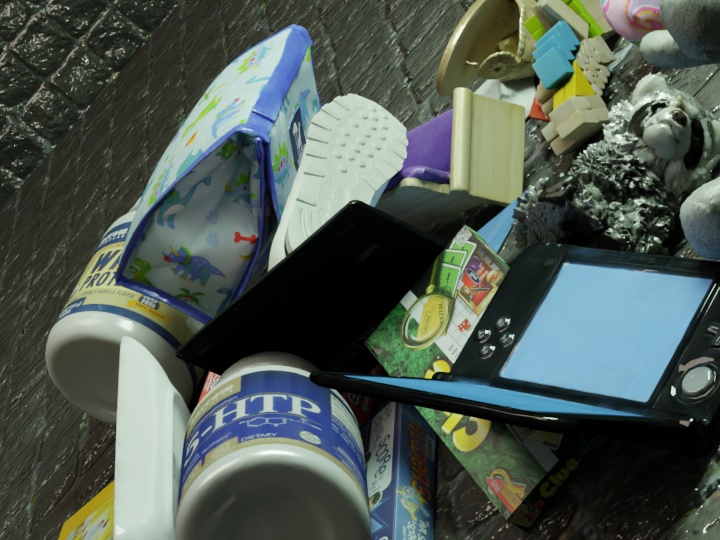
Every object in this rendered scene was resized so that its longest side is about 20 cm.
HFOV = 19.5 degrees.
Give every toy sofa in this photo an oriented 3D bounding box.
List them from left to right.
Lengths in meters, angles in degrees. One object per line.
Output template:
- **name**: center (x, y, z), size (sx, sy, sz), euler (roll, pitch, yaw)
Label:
- **toy sofa**: center (0.038, -0.078, 1.644), size (0.200, 0.097, 0.083), euler (-22, 60, 59)

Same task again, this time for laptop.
- **laptop**: center (0.000, 0.000, 1.454), size (0.187, 0.199, 0.116), euler (-40, 43, 31)

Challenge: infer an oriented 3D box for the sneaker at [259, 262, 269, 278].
- **sneaker**: center (-0.053, 0.023, 1.742), size (0.201, 0.075, 0.105), euler (-56, 12, 9)

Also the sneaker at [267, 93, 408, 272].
- **sneaker**: center (-0.024, -0.050, 1.545), size (0.081, 0.076, 0.201), euler (-60, 3, 46)

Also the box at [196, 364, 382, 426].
- **box**: center (-0.052, 0.086, 1.571), size (0.095, 0.100, 0.201), euler (-40, 20, 32)

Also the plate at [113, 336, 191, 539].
- **plate**: center (-0.116, 0.173, 1.399), size (0.032, 0.201, 0.200), euler (-14, 39, 8)

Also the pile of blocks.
- **pile of blocks**: center (0.147, -0.157, 1.596), size (0.062, 0.082, 0.201), euler (-39, 21, 32)

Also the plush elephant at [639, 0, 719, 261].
- **plush elephant**: center (0.235, -0.133, 1.210), size (0.199, 0.166, 0.155), euler (-24, 29, -11)

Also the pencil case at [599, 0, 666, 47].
- **pencil case**: center (0.256, -0.234, 1.477), size (0.200, 0.087, 0.088), euler (-33, 24, 46)

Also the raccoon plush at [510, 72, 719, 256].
- **raccoon plush**: center (0.151, -0.048, 1.364), size (0.200, 0.097, 0.134), euler (-25, 22, 55)

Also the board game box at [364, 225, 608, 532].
- **board game box**: center (0.082, 0.062, 1.291), size (0.105, 0.023, 0.200), euler (-52, 39, 9)

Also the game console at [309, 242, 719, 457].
- **game console**: center (0.104, 0.034, 1.165), size (0.199, 0.116, 0.176), euler (8, 59, 47)

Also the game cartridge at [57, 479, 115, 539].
- **game cartridge**: center (-0.202, 0.233, 1.650), size (0.176, 0.032, 0.200), euler (-41, 19, 31)

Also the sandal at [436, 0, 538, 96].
- **sandal**: center (0.140, -0.196, 1.728), size (0.212, 0.069, 0.078), euler (-44, -30, -50)

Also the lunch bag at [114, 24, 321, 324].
- **lunch bag**: center (-0.099, -0.083, 1.704), size (0.171, 0.127, 0.201), euler (-73, 8, -53)

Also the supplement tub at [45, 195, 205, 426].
- **supplement tub**: center (-0.195, 0.033, 1.965), size (0.144, 0.144, 0.201), euler (-33, 24, 44)

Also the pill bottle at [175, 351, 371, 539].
- **pill bottle**: center (-0.056, 0.129, 1.334), size (0.120, 0.120, 0.200), euler (-47, 15, 12)

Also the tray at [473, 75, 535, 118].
- **tray**: center (0.071, -0.098, 1.769), size (0.200, 0.022, 0.108), euler (-44, 18, 22)

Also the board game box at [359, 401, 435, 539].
- **board game box**: center (-0.009, 0.179, 1.378), size (0.135, 0.034, 0.200), euler (-43, 19, 23)
